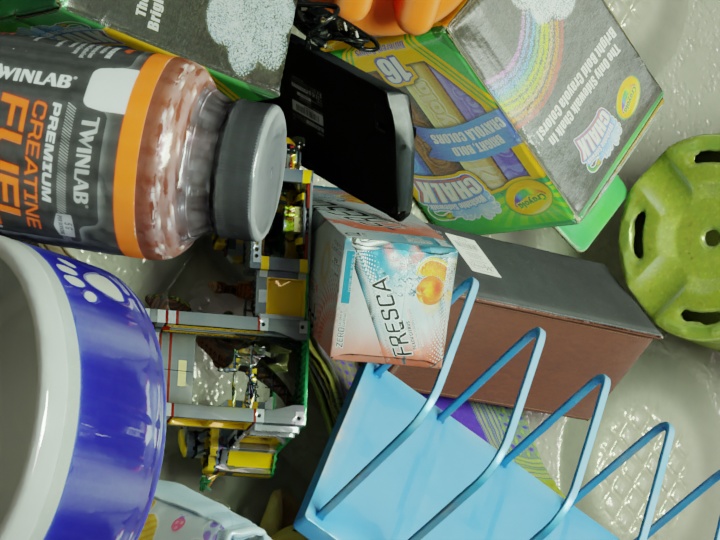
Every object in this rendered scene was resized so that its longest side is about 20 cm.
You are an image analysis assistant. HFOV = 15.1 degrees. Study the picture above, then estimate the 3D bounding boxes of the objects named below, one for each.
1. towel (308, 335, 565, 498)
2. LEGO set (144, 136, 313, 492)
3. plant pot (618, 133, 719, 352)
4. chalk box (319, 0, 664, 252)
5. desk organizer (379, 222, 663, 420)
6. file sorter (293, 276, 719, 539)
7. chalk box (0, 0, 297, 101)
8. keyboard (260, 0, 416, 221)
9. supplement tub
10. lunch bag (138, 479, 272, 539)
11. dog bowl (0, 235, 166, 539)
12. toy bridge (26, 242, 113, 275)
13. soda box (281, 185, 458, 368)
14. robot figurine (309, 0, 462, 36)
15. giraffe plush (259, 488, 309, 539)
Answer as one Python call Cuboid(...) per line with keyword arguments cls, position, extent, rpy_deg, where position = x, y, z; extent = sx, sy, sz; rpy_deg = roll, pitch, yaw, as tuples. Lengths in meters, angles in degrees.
Cuboid(cls="towel", position=(0.046, 0.096, 1.641), extent=(0.200, 0.023, 0.144), rpy_deg=(19, 36, -41))
Cuboid(cls="LEGO set", position=(-0.094, 0.021, 1.505), extent=(0.116, 0.154, 0.200), rpy_deg=(5, 85, -11))
Cuboid(cls="plant pot", position=(0.267, -0.015, 1.761), extent=(0.184, 0.200, 0.201), rpy_deg=(6, 82, -52))
Cuboid(cls="chalk box", position=(0.093, -0.103, 1.687), extent=(0.200, 0.124, 0.124), rpy_deg=(55, 54, -25))
Cuboid(cls="desk organizer", position=(0.085, 0.033, 1.671), extent=(0.200, 0.072, 0.077), rpy_deg=(12, 122, -45))
Cuboid(cls="file sorter", position=(0.092, 0.123, 1.503), extent=(0.200, 0.123, 0.139), rpy_deg=(36, 39, -11))
Cuboid(cls="chalk box", position=(-0.144, -0.175, 1.482), extent=(0.200, 0.124, 0.125), rpy_deg=(21, 74, -37))
Cuboid(cls="keyboard", position=(-0.015, -0.105, 1.525), extent=(0.040, 0.200, 0.104), rpy_deg=(-16, 117, -27))
Cuboid(cls="supplement tub", position=(-0.142, -0.064, 1.388), extent=(0.107, 0.200, 0.107), rpy_deg=(8, 90, -80))
Cuboid(cls="lunch bag", position=(-0.113, 0.204, 1.422), extent=(0.127, 0.169, 0.200), rpy_deg=(-15, 113, -41))
Cuboid(cls="dog bowl", position=(-0.188, 0.084, 1.369), extent=(0.079, 0.200, 0.201), rpy_deg=(16, 76, -41))
Cuboid(cls="toy bridge", position=(-0.141, 0.043, 1.422), extent=(0.027, 0.200, 0.067), rpy_deg=(15, 121, -34))
Cuboid(cls="soda box", position=(0.000, 0.000, 1.506), extent=(0.063, 0.200, 0.069), rpy_deg=(6, 99, -12))
Cuboid(cls="robot figurine", position=(0.011, -0.215, 1.598), extent=(0.200, 0.144, 0.117), rpy_deg=(-96, 161, -56))
Cuboid(cls="giraffe plush", position=(0.001, 0.202, 1.582), extent=(0.200, 0.173, 0.162), rpy_deg=(-41, 106, 2))
